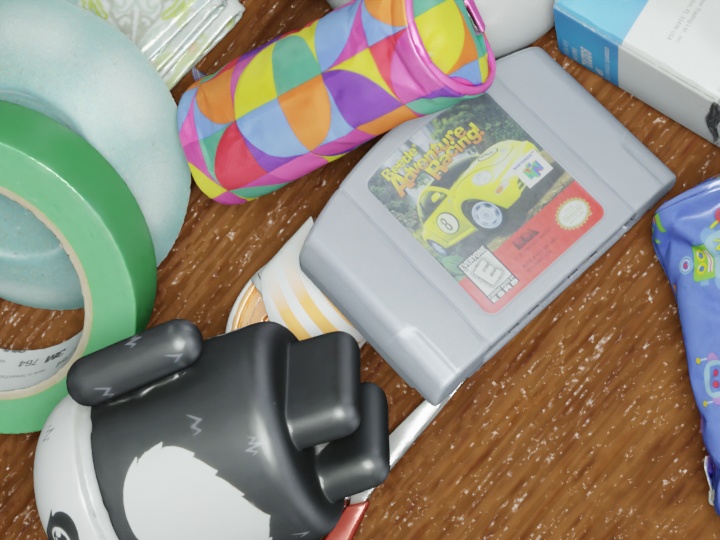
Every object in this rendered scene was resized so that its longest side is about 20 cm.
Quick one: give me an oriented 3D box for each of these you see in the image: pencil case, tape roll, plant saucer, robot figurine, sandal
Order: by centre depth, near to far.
[{"bbox_3d":[0.214,0.046,0.770,0.086,0.078,0.203,-17,79,28],"label":"pencil case"},{"bbox_3d":[-0.084,0.104,0.776,0.198,0.125,0.152,-18,87,13],"label":"robot figurine"},{"bbox_3d":[-0.018,-0.103,0.789,0.199,0.088,0.090,-19,76,40],"label":"pencil case"},{"bbox_3d":[-0.220,0.001,0.823,0.197,0.048,0.203,4,120,7],"label":"tape roll"},{"bbox_3d":[-0.005,-0.007,0.830,0.206,0.059,0.079,-41,77,4],"label":"sandal"},{"bbox_3d":[-0.201,-0.062,0.841,0.198,0.039,0.204,4,114,8],"label":"plant saucer"}]

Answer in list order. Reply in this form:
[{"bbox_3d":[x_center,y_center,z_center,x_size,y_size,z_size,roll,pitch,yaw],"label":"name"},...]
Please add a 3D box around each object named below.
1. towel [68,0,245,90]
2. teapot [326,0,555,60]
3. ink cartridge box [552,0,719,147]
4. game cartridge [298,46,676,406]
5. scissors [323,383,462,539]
[{"bbox_3d":[-0.194,-0.173,0.902,0.171,0.048,0.200,-45,76,0],"label":"towel"},{"bbox_3d":[0.051,-0.221,0.807,0.196,0.146,0.202,25,86,13],"label":"teapot"},{"bbox_3d":[0.230,-0.145,0.789,0.199,0.084,0.146,33,86,15],"label":"ink cartridge box"},{"bbox_3d":[0.068,-0.035,0.801,0.200,0.041,0.133,-41,72,-17],"label":"game cartridge"},{"bbox_3d":[-0.006,0.126,0.835,0.073,0.014,0.202,27,90,16],"label":"scissors"}]
